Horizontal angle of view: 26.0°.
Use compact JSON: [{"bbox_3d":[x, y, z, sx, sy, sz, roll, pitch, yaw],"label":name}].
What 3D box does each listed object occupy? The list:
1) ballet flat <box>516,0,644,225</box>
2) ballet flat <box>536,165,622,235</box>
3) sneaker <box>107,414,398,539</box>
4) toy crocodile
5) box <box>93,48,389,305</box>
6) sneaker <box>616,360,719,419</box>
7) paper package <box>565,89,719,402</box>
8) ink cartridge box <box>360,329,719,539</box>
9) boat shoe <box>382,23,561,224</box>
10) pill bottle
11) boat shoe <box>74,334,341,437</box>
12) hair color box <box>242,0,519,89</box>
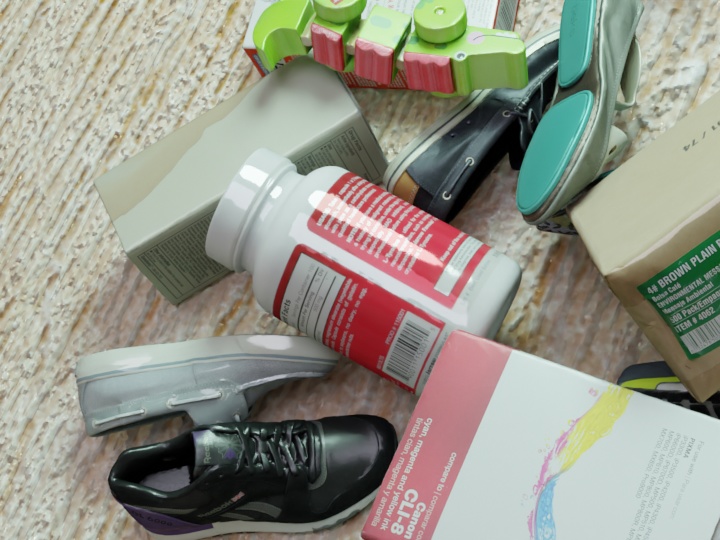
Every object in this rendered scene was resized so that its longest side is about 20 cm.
[{"bbox_3d":[0.159,-0.111,1.063,0.067,0.063,0.201,-24,44,55],"label":"ballet flat"},{"bbox_3d":[0.219,-0.057,1.073,0.199,0.072,0.072,-27,59,6],"label":"ballet flat"},{"bbox_3d":[-0.074,0.137,1.061,0.199,0.088,0.076,-16,61,10],"label":"sneaker"},{"bbox_3d":[0.021,-0.157,1.093,0.199,0.068,0.062,14,56,15],"label":"toy crocodile"},{"bbox_3d":[-0.086,-0.070,1.164,0.199,0.095,0.078,-30,58,1],"label":"box"},{"bbox_3d":[0.263,0.058,1.006,0.198,0.074,0.081,-9,52,8],"label":"sneaker"},{"bbox_3d":[0.241,-0.042,0.953,0.200,0.191,0.104,-37,101,10],"label":"paper package"},{"bbox_3d":[0.132,0.152,0.951,0.199,0.145,0.145,18,72,26],"label":"ink cartridge box"},{"bbox_3d":[0.106,-0.106,1.128,0.200,0.075,0.062,-41,72,-12],"label":"boat shoe"},{"bbox_3d":[0.000,0.000,1.060,0.199,0.112,0.113,29,76,9],"label":"pill bottle"},{"bbox_3d":[-0.108,0.086,1.118,0.199,0.070,0.072,-7,82,14],"label":"boat shoe"},{"bbox_3d":[0.019,-0.202,1.211,0.199,0.064,0.112,5,68,19],"label":"hair color box"}]
